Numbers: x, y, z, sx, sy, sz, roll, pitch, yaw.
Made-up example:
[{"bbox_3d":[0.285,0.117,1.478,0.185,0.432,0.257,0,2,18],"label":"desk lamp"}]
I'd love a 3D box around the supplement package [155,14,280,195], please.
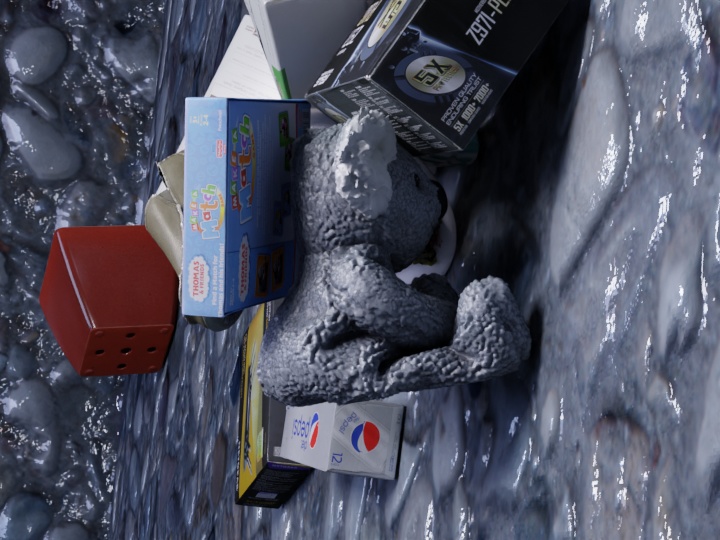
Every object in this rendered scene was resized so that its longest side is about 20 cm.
[{"bbox_3d":[-0.077,-0.103,1.706,0.200,0.117,0.117,-64,-28,-1],"label":"supplement package"}]

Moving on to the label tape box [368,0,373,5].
[{"bbox_3d":[0.003,-0.245,1.842,0.144,0.063,0.200,115,158,-49],"label":"label tape box"}]

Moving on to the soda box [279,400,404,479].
[{"bbox_3d":[-0.019,0.145,1.722,0.200,0.063,0.068,171,107,-76],"label":"soda box"}]

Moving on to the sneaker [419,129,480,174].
[{"bbox_3d":[0.051,-0.131,1.571,0.200,0.078,0.091,178,103,-75],"label":"sneaker"}]

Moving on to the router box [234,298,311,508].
[{"bbox_3d":[-0.089,0.135,2.038,0.157,0.052,0.200,124,150,-61],"label":"router box"}]

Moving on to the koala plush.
[{"bbox_3d":[0.002,-0.014,1.370,0.177,0.184,0.200,-174,73,-75],"label":"koala plush"}]

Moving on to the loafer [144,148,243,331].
[{"bbox_3d":[-0.129,-0.025,1.483,0.200,0.070,0.075,-94,-7,-51],"label":"loafer"}]

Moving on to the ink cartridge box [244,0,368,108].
[{"bbox_3d":[-0.051,-0.230,1.580,0.200,0.083,0.147,-111,6,-46],"label":"ink cartridge box"}]

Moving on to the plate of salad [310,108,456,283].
[{"bbox_3d":[-0.019,-0.045,1.558,0.048,0.200,0.200,-58,-6,-43],"label":"plate of salad"}]

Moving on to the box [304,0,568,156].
[{"bbox_3d":[0.058,-0.171,1.386,0.164,0.086,0.200,-55,12,-7],"label":"box"}]

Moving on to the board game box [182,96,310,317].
[{"bbox_3d":[-0.080,-0.051,1.406,0.200,0.037,0.151,-17,-71,-75],"label":"board game box"}]

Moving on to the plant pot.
[{"bbox_3d":[-0.387,0.059,3.046,0.200,0.200,0.176,114,147,-49],"label":"plant pot"}]
